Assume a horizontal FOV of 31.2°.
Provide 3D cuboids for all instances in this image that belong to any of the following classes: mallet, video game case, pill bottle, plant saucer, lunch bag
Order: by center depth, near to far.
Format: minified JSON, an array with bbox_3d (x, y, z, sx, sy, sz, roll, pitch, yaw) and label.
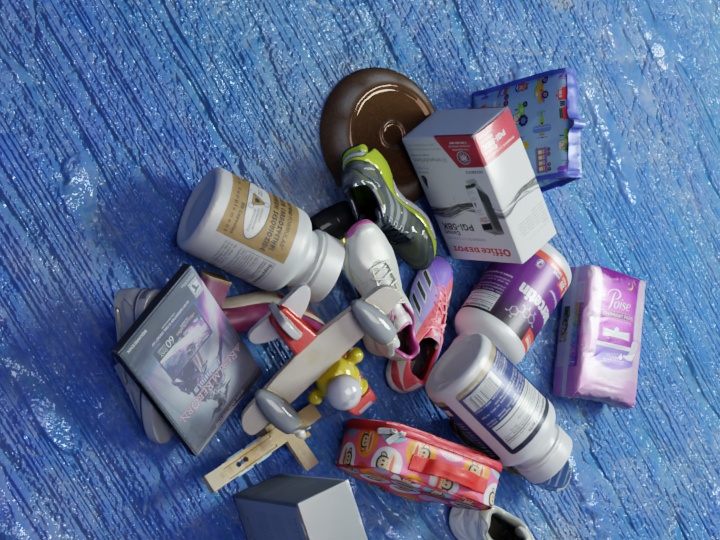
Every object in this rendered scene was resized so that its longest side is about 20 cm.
[{"bbox_3d":[-0.207,0.112,1.576,0.143,0.019,0.201,-52,133,-26],"label":"video game case"},{"bbox_3d":[-0.124,-0.039,1.648,0.198,0.114,0.116,27,73,-23],"label":"pill bottle"},{"bbox_3d":[0.082,0.258,1.692,0.198,0.176,0.083,23,76,-25],"label":"lunch bag"},{"bbox_3d":[0.189,0.189,1.715,0.200,0.111,0.111,45,67,-16],"label":"pill bottle"},{"bbox_3d":[0.000,0.000,1.758,0.066,0.041,0.201,-36,106,-23],"label":"mallet"},{"bbox_3d":[0.039,-0.187,1.797,0.198,0.037,0.203,3,84,-28],"label":"plant saucer"},{"bbox_3d":[0.246,-0.193,1.816,0.093,0.199,0.153,3,83,-27],"label":"lunch bag"},{"bbox_3d":[0.207,0.055,1.818,0.112,0.112,0.201,43,67,-18],"label":"pill bottle"}]

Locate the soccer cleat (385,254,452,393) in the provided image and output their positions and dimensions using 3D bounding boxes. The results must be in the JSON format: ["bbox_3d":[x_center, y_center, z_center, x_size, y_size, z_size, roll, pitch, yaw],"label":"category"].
[{"bbox_3d":[0.095,0.073,1.777,0.068,0.073,0.202,26,73,-23],"label":"soccer cleat"}]

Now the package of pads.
[{"bbox_3d":[0.357,0.099,1.916,0.119,0.075,0.203,14,78,-29],"label":"package of pads"}]

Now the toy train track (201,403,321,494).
[{"bbox_3d":[-0.128,0.230,1.652,0.199,0.033,0.115,-31,83,-42],"label":"toy train track"}]

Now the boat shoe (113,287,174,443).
[{"bbox_3d":[-0.268,0.115,1.582,0.071,0.069,0.203,-38,129,-53],"label":"boat shoe"}]

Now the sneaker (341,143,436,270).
[{"bbox_3d":[0.031,-0.070,1.738,0.200,0.073,0.081,50,38,-23],"label":"sneaker"}]

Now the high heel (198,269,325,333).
[{"bbox_3d":[-0.142,0.072,1.669,0.198,0.067,0.097,21,97,-25],"label":"high heel"}]

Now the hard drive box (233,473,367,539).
[{"bbox_3d":[-0.066,0.341,1.590,0.076,0.199,0.158,-20,95,-28],"label":"hard drive box"}]

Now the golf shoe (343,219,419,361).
[{"bbox_3d":[0.035,0.029,1.694,0.075,0.091,0.202,-27,117,-22],"label":"golf shoe"}]

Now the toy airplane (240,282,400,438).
[{"bbox_3d":[-0.046,0.116,1.618,0.197,0.141,0.202,-5,125,-29],"label":"toy airplane"}]

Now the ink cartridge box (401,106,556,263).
[{"bbox_3d":[0.163,-0.115,1.767,0.083,0.146,0.202,-39,116,-31],"label":"ink cartridge box"}]

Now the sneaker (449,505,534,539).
[{"bbox_3d":[0.215,0.391,1.793,0.199,0.099,0.078,39,69,-19],"label":"sneaker"}]

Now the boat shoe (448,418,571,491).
[{"bbox_3d":[0.212,0.246,1.822,0.199,0.072,0.073,36,68,-18],"label":"boat shoe"}]
